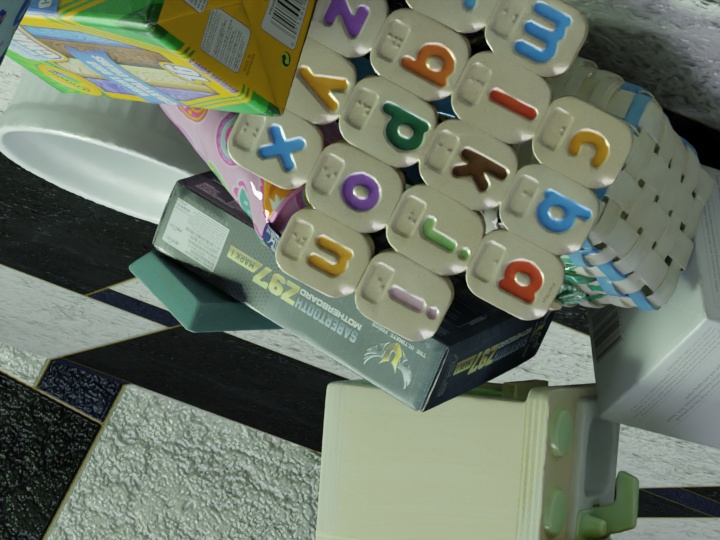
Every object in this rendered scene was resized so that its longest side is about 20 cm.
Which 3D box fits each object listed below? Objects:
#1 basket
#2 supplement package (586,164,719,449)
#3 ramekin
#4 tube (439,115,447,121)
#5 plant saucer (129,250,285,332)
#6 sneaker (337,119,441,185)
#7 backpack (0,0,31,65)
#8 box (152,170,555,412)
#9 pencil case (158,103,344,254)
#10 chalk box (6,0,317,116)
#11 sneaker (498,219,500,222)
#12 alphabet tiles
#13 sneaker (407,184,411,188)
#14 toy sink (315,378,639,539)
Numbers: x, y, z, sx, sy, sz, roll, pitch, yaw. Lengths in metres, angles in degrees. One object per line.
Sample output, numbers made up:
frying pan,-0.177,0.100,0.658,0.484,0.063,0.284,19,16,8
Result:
basket,0.086,-0.061,1.466,0.200,0.139,0.176,23,170,35
supplement package,0.252,0.035,1.555,0.200,0.121,0.120,16,139,-22
ramekin,-0.139,-0.100,1.730,0.200,0.098,0.200,18,168,4
tube,0.088,-0.087,1.590,0.077,0.051,0.200,-7,158,14
plant saucer,-0.043,0.009,1.554,0.200,0.019,0.070,-2,-146,-43
sneaker,-0.030,-0.110,1.630,0.200,0.060,0.104,29,166,-29
backpack,-0.203,-0.191,1.152,0.150,0.200,0.178,14,165,-1
box,0.000,0.000,1.528,0.200,0.051,0.158,32,-155,19
pencil case,-0.074,-0.097,1.459,0.200,0.087,0.087,51,-179,21
chalk box,-0.133,-0.166,1.346,0.200,0.125,0.124,9,166,34
sneaker,0.165,-0.018,1.639,0.200,0.072,0.080,20,142,-32
alphabet tiles,0.036,-0.068,1.364,0.195,0.200,0.015,28,-166,6
sneaker,0.043,-0.012,1.656,0.085,0.200,0.073,12,128,-23
toy sink,0.092,0.121,1.555,0.200,0.112,0.130,5,-178,25
